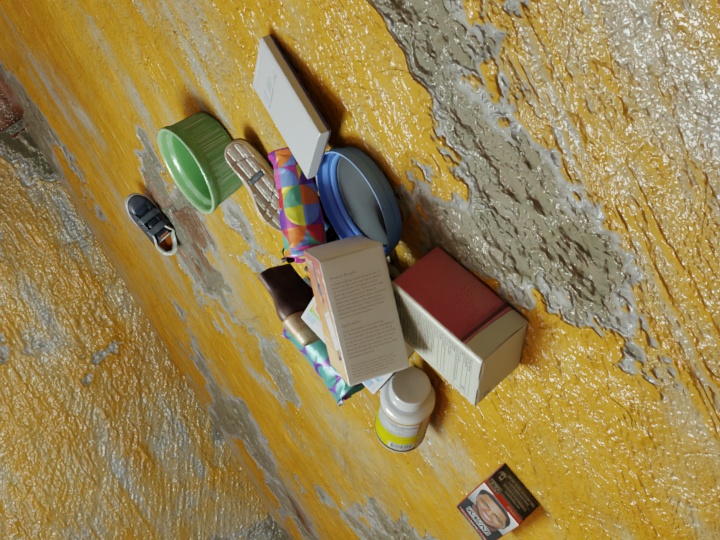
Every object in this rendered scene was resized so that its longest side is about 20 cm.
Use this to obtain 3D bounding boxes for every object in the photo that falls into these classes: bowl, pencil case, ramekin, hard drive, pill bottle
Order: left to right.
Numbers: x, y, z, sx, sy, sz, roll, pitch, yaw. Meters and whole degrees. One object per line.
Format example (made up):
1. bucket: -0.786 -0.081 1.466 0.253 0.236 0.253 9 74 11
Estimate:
1. ramekin: -0.329 -0.230 1.988 0.200 0.097 0.202 42 153 27
2. hard drive: -0.117 -0.270 1.576 0.202 0.025 0.132 59 156 17
3. pencil case: -0.110 -0.115 1.663 0.088 0.087 0.205 -5 92 63
4. pencil case: -0.074 0.179 1.967 0.201 0.085 0.093 51 126 9
5. bowl: -0.001 -0.111 1.578 0.200 0.039 0.203 44 151 33
6. pill bottle: 0.086 0.266 1.840 0.109 0.109 0.201 44 154 21

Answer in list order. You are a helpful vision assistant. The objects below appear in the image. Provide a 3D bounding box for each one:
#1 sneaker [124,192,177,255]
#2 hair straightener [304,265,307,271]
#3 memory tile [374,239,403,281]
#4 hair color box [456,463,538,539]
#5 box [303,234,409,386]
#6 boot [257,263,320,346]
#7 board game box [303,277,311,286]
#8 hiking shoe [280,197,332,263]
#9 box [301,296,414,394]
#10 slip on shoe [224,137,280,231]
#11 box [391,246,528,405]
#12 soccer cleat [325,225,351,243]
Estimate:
1. sneaker: -0.562 -0.126 2.593 0.079 0.078 0.201 24 153 56
2. hair straightener: -0.059 -0.001 1.844 0.199 0.041 0.078 14 134 63
3. memory tile: 0.042 0.024 1.720 0.152 0.017 0.203 14 133 56
4. hair color box: 0.258 0.451 1.816 0.102 0.061 0.201 49 155 15
5. box: -0.009 0.058 1.517 0.152 0.104 0.204 -150 46 -76
6. boot: -0.091 0.052 1.835 0.072 0.198 0.168 -45 71 36
7. board game box: -0.058 0.124 2.015 0.199 0.036 0.153 37 151 32
8. hiking shoe: -0.094 -0.066 1.772 0.075 0.086 0.201 49 156 10
9. box: 0.003 0.104 1.722 0.200 0.101 0.113 45 148 7
10. slip on shoe: -0.193 -0.171 1.862 0.201 0.075 0.061 52 -163 -12
11. box: 0.150 0.085 1.483 0.199 0.108 0.129 41 153 27
12. soccer cleat: 0.000 0.000 1.678 0.201 0.068 0.073 49 -169 32
